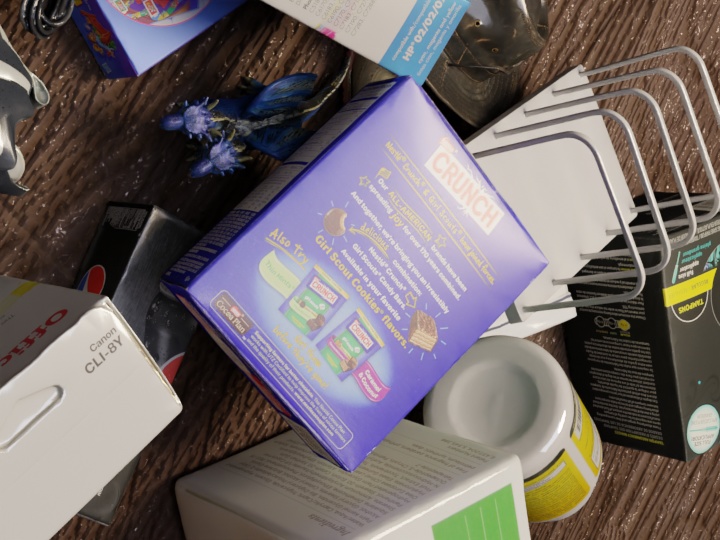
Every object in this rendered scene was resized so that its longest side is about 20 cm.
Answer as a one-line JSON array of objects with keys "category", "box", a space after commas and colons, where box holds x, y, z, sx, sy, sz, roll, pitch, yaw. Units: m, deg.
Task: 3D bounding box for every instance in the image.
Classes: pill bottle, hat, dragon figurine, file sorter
[{"category": "pill bottle", "box": [0.128, 0.135, 1.006, 0.113, 0.112, 0.200, -64, 152, -14]}, {"category": "hat", "box": [0.095, -0.208, 0.966, 0.200, 0.081, 0.201, 24, 59, -48]}, {"category": "dragon figurine", "box": [-0.060, -0.104, 0.878, 0.200, 0.099, 0.059, -19, 106, -35]}, {"category": "file sorter", "box": [0.186, -0.072, 0.966, 0.200, 0.124, 0.139, -37, 110, -44]}]

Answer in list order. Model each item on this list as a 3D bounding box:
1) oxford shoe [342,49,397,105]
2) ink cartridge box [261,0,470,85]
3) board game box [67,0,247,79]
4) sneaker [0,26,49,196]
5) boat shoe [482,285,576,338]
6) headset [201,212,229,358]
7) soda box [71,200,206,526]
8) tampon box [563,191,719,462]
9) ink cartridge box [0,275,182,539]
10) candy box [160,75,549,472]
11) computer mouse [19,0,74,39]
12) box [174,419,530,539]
[{"category": "oxford shoe", "box": [0.027, -0.120, 0.957, 0.070, 0.075, 0.201, 19, 79, -35]}, {"category": "ink cartridge box", "box": [-0.041, -0.202, 0.806, 0.200, 0.115, 0.068, 22, 106, -37]}, {"category": "board game box", "box": [-0.118, -0.238, 0.854, 0.200, 0.045, 0.135, -41, 117, -28]}, {"category": "sneaker", "box": [-0.260, -0.067, 0.737, 0.130, 0.079, 0.199, 45, 57, -22]}, {"category": "boat shoe", "box": [0.089, 0.034, 1.034, 0.200, 0.074, 0.066, -16, 88, -39]}, {"category": "headset", "box": [-0.023, 0.018, 0.922, 0.199, 0.094, 0.124, 13, 90, -8]}, {"category": "soda box", "box": [-0.163, 0.058, 0.835, 0.071, 0.063, 0.200, 30, 76, -36]}, {"category": "tampon box", "box": [0.277, 0.044, 1.137, 0.150, 0.126, 0.201, -20, 107, -34]}, {"category": "ink cartridge box", "box": [-0.215, 0.080, 0.709, 0.145, 0.200, 0.084, -45, 119, -25]}, {"category": "candy box", "box": [0.000, 0.000, 0.836, 0.200, 0.077, 0.169, -44, 111, -13]}, {"category": "computer mouse", "box": [-0.236, -0.230, 0.732, 0.200, 0.044, 0.110, 32, 100, -21]}, {"category": "box", "box": [0.003, 0.226, 0.894, 0.171, 0.200, 0.200, -20, 107, -33]}]
